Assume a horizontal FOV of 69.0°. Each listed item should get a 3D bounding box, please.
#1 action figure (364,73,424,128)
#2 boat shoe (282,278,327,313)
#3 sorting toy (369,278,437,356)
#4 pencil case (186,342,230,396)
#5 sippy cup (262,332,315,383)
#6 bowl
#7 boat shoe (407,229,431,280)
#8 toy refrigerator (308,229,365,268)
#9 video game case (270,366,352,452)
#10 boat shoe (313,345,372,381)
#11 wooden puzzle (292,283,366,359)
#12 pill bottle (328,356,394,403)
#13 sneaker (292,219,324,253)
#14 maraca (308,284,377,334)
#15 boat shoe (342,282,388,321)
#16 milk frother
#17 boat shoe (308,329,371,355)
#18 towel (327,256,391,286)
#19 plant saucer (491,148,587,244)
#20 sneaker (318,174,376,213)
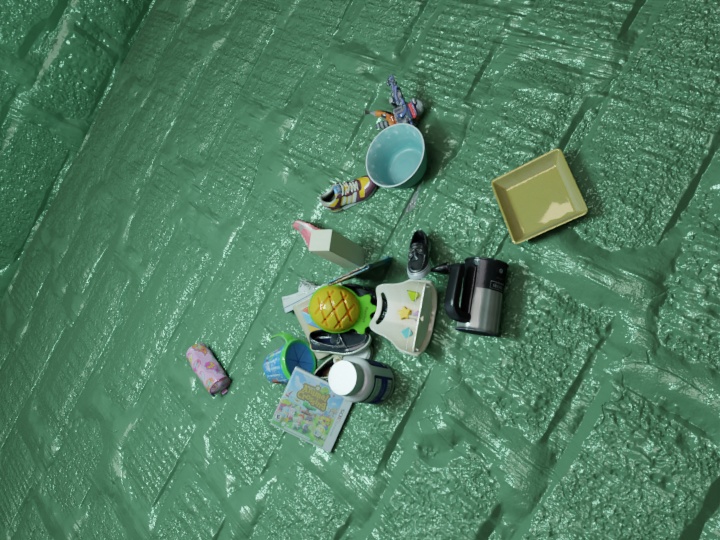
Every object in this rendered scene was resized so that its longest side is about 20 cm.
[{"bbox_3d":[0.112,-0.508,1.666,0.190,0.104,0.204,-12,95,23],"label":"action figure"},{"bbox_3d":[-0.176,0.064,1.690,0.200,0.074,0.087,-26,81,30],"label":"boat shoe"},{"bbox_3d":[0.113,0.117,1.460,0.177,0.106,0.204,11,89,26],"label":"sorting toy"},{"bbox_3d":[-0.531,0.343,1.828,0.200,0.087,0.088,41,99,32],"label":"pencil case"},{"bbox_3d":[-0.229,0.294,1.634,0.129,0.139,0.181,-20,57,36],"label":"sippy cup"},{"bbox_3d":[0.124,-0.332,1.603,0.198,0.105,0.205,-9,71,28],"label":"bowl"},{"bbox_3d":[0.161,-0.051,1.459,0.069,0.067,0.201,-12,29,23],"label":"boat shoe"},{"bbox_3d":[-0.066,-0.065,1.587,0.075,0.199,0.071,1,76,31],"label":"toy refrigerator"},{"bbox_3d":[-0.139,0.408,1.539,0.197,0.022,0.185,25,90,0],"label":"video game case"},{"bbox_3d":[-0.053,0.282,1.558,0.199,0.068,0.075,-37,61,17],"label":"boat shoe"},{"bbox_3d":[-0.100,0.156,1.603,0.198,0.037,0.187,-28,87,24],"label":"wooden puzzle"},{"bbox_3d":[0.001,0.302,1.440,0.118,0.199,0.122,-9,71,28],"label":"pill bottle"},{"bbox_3d":[-0.162,-0.106,1.734,0.198,0.073,0.088,27,92,34],"label":"sneaker"},{"bbox_3d":[-0.052,0.114,1.516,0.196,0.107,0.140,11,91,0],"label":"maraca"},{"bbox_3d":[0.015,0.089,1.573,0.198,0.066,0.075,35,95,34],"label":"boat shoe"},{"bbox_3d":[0.276,0.067,1.396,0.200,0.177,0.192,157,125,-72],"label":"milk frother"},{"bbox_3d":[-0.064,0.204,1.540,0.196,0.063,0.075,-3,40,20],"label":"boat shoe"},{"bbox_3d":[0.000,0.000,1.533,0.145,0.199,0.022,-25,87,23],"label":"towel"},{"bbox_3d":[0.470,-0.189,1.384,0.198,0.048,0.203,-25,65,24],"label":"plant saucer"},{"bbox_3d":[-0.040,-0.253,1.690,0.198,0.090,0.076,-29,63,22],"label":"sneaker"}]
